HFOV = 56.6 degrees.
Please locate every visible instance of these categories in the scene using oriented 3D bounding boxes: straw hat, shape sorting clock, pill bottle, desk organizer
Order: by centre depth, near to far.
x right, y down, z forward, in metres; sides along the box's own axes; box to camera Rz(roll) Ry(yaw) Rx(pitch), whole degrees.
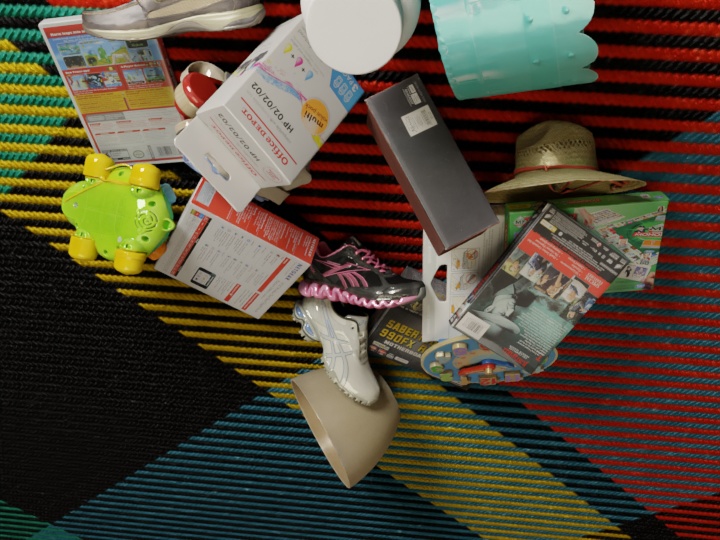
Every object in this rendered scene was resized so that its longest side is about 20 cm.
[{"bbox_3d":[0.004,-0.272,0.647,0.112,0.200,0.113,4,131,4],"label":"pill bottle"},{"bbox_3d":[0.081,-0.122,0.806,0.072,0.077,0.201,-27,84,-4],"label":"desk organizer"},{"bbox_3d":[0.235,-0.135,0.807,0.200,0.201,0.086,-3,90,10],"label":"straw hat"},{"bbox_3d":[0.189,0.133,0.987,0.199,0.039,0.200,-2,156,-1],"label":"shape sorting clock"}]

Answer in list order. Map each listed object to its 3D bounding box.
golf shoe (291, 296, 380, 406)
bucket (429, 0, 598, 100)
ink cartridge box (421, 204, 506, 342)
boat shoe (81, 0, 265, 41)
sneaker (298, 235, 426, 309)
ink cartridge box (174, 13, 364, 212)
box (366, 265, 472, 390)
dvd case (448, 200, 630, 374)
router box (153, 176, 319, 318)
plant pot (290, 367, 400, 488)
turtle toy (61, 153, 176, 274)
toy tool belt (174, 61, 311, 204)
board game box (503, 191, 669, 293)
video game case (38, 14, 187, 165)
[{"bbox_3d":[-0.017,0.112,1.026,0.097,0.078,0.200,-35,91,23],"label":"golf shoe"},{"bbox_3d":[0.142,-0.267,0.640,0.134,0.208,0.208,-9,129,17],"label":"bucket"},{"bbox_3d":[0.171,0.007,0.935,0.173,0.044,0.201,-1,118,1],"label":"ink cartridge box"},{"bbox_3d":[-0.208,-0.299,0.739,0.199,0.075,0.074,-9,113,-5],"label":"boat shoe"},{"bbox_3d":[0.000,0.000,0.939,0.199,0.079,0.096,8,95,28],"label":"sneaker"},{"bbox_3d":[-0.097,-0.173,0.745,0.068,0.200,0.115,3,141,51],"label":"ink cartridge box"},{"bbox_3d":[0.122,0.096,1.051,0.199,0.048,0.159,23,130,-13],"label":"box"},{"bbox_3d":[0.229,0.027,0.862,0.146,0.022,0.200,30,107,-18],"label":"dvd case"},{"bbox_3d":[-0.182,-0.023,0.956,0.179,0.049,0.200,28,143,-17],"label":"router box"},{"bbox_3d":[-0.012,0.240,1.122,0.134,0.200,0.201,-27,130,-14],"label":"plant pot"},{"bbox_3d":[-0.331,-0.079,0.909,0.199,0.101,0.146,14,93,20],"label":"turtle toy"},{"bbox_3d":[-0.164,-0.150,0.822,0.123,0.125,0.200,-28,142,35],"label":"toy tool belt"},{"bbox_3d":[0.288,-0.030,0.873,0.199,0.029,0.135,-4,121,1],"label":"board game box"},{"bbox_3d":[-0.299,-0.224,0.850,0.142,0.017,0.201,-2,131,10],"label":"video game case"}]
